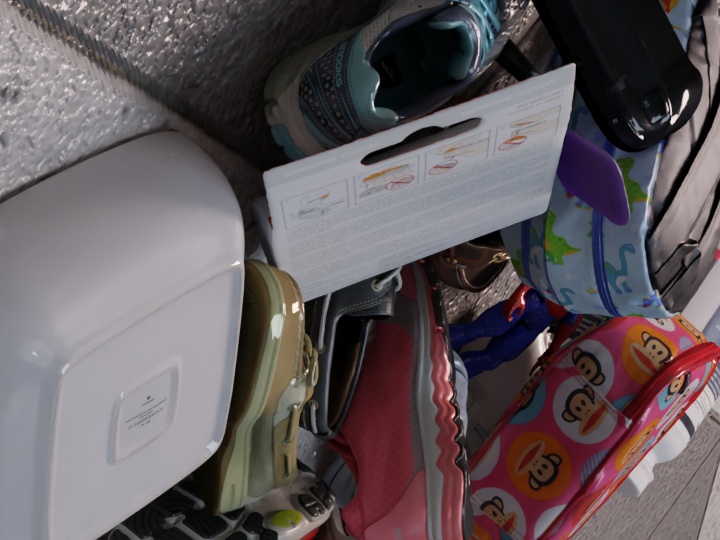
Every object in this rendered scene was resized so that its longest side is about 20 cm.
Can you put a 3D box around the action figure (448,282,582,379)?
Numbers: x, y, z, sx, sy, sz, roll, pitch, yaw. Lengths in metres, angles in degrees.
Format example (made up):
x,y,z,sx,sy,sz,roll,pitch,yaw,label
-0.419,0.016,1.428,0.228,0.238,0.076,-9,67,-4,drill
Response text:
x,y,z,sx,sy,sz,roll,pitch,yaw,label
0.110,0.032,1.273,0.199,0.052,0.066,-37,125,0,action figure

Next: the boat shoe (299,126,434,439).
x,y,z,sx,sy,sz,roll,pitch,yaw,label
0.000,0.000,1.106,0.072,0.067,0.202,7,110,-61,boat shoe

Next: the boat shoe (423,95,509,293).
x,y,z,sx,sy,sz,roll,pitch,yaw,label
0.071,-0.036,1.194,0.071,0.070,0.200,-53,156,-14,boat shoe

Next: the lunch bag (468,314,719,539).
x,y,z,sx,sy,sz,roll,pitch,yaw,label
0.151,0.108,1.287,0.201,0.082,0.176,-52,166,19,lunch bag

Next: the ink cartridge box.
x,y,z,sx,sy,sz,roll,pitch,yaw,label
0.023,-0.055,0.973,0.159,0.048,0.200,-20,162,-5,ink cartridge box

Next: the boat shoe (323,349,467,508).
x,y,z,sx,sy,sz,roll,pitch,yaw,label
0.019,0.140,1.253,0.073,0.067,0.201,6,129,-14,boat shoe

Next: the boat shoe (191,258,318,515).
x,y,z,sx,sy,sz,roll,pitch,yaw,label
-0.052,0.062,1.039,0.063,0.074,0.202,-13,143,-21,boat shoe

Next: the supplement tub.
x,y,z,sx,sy,sz,roll,pitch,yaw,label
0.222,0.058,1.490,0.201,0.140,0.141,-53,154,-11,supplement tub

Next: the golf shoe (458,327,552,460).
x,y,z,sx,sy,sz,roll,pitch,yaw,label
0.066,0.113,1.347,0.097,0.078,0.202,11,107,-57,golf shoe

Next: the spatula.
x,y,z,sx,sy,sz,roll,pitch,yaw,label
0.098,-0.092,1.054,0.020,0.201,0.057,-24,132,-3,spatula

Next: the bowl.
x,y,z,sx,sy,sz,roll,pitch,yaw,label
-0.129,0.051,0.917,0.199,0.074,0.201,-31,143,-43,bowl

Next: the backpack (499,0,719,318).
x,y,z,sx,sy,sz,roll,pitch,yaw,label
0.164,-0.066,1.139,0.164,0.152,0.202,63,27,-56,backpack

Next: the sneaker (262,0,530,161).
x,y,z,sx,sy,sz,roll,pitch,yaw,label
0.044,-0.120,0.998,0.200,0.086,0.078,-44,111,-31,sneaker

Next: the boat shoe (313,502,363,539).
x,y,z,sx,sy,sz,roll,pitch,yaw,label
-0.003,0.189,1.195,0.074,0.060,0.200,-66,-164,-7,boat shoe

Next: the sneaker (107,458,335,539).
x,y,z,sx,sy,sz,roll,pitch,yaw,label
-0.084,0.174,1.136,0.199,0.077,0.085,-12,134,-57,sneaker

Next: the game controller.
x,y,z,sx,sy,sz,roll,pitch,yaw,label
0.120,-0.161,1.030,0.042,0.201,0.104,-27,-179,30,game controller

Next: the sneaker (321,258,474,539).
x,y,z,sx,sy,sz,roll,pitch,yaw,label
0.016,0.073,1.149,0.074,0.086,0.202,77,6,-56,sneaker
